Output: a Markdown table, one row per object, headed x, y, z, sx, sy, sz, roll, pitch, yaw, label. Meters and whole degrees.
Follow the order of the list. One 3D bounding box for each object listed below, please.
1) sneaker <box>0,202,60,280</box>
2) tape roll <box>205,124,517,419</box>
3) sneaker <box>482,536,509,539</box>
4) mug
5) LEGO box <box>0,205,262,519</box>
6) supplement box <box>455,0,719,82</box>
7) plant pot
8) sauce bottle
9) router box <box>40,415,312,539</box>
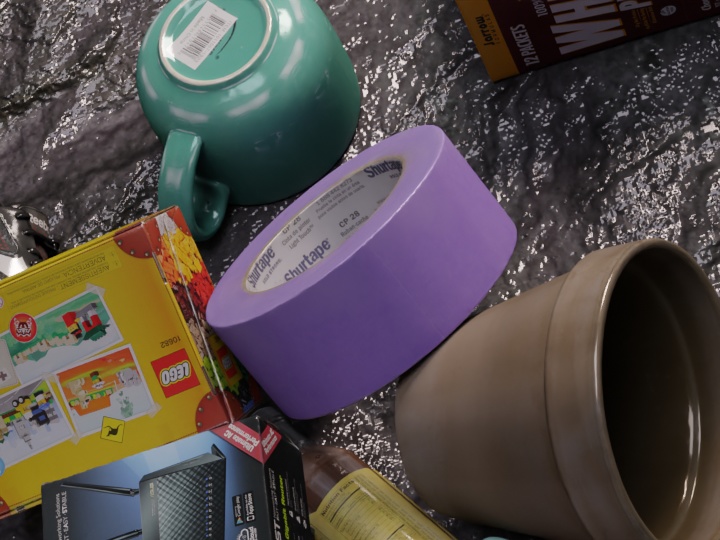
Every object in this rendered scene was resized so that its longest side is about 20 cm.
| x | y | z | sx | sy | sz | roll | pitch | yaw | label |
| --- | --- | --- | --- | --- | --- | --- | --- | --- | --- |
| -0.250 | 0.006 | 1.646 | 0.098 | 0.071 | 0.200 | -47 | 56 | -7 | sneaker |
| 0.000 | 0.000 | 1.490 | 0.200 | 0.085 | 0.200 | -35 | 17 | 12 | tape roll |
| 0.092 | 0.266 | 1.346 | 0.139 | 0.078 | 0.201 | 20 | 70 | 28 | sneaker |
| -0.085 | -0.128 | 1.637 | 0.151 | 0.115 | 0.186 | -15 | 58 | 11 | mug |
| -0.190 | 0.064 | 1.532 | 0.199 | 0.077 | 0.150 | -22 | 95 | 15 | LEGO box |
| 0.156 | -0.275 | 1.623 | 0.199 | 0.133 | 0.198 | -16 | 58 | 11 | supplement box |
| 0.124 | 0.089 | 1.416 | 0.173 | 0.200 | 0.201 | -9 | 58 | 35 | plant pot |
| -0.003 | 0.160 | 1.479 | 0.065 | 0.065 | 0.200 | -45 | 55 | -9 | sauce bottle |
| -0.102 | 0.199 | 1.302 | 0.149 | 0.062 | 0.201 | -20 | 57 | 18 | router box |
